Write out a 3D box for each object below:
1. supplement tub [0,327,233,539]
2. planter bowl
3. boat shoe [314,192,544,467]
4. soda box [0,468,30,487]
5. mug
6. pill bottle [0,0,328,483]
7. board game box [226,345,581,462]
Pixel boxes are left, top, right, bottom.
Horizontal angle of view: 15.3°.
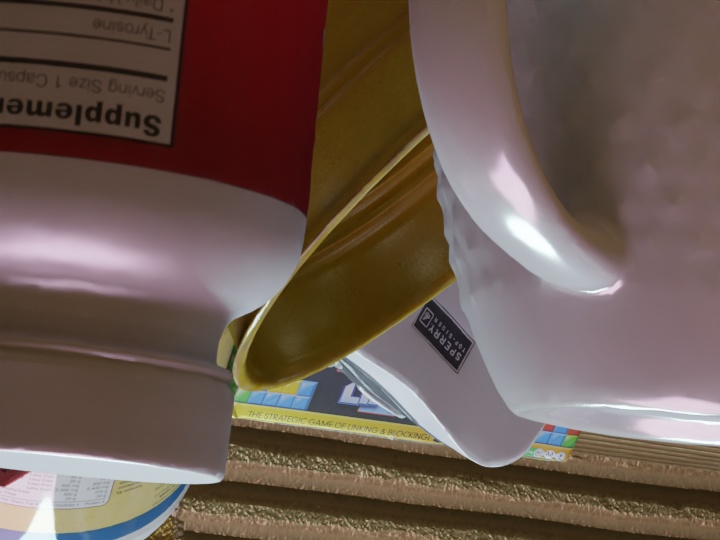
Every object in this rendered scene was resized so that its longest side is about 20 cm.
[{"bbox_3d":[-0.114,0.000,1.010,0.144,0.145,0.201,7,132,-14],"label":"supplement tub"},{"bbox_3d":[0.013,-0.058,0.844,0.200,0.084,0.201,-38,167,-11],"label":"planter bowl"},{"bbox_3d":[0.000,0.000,0.977,0.068,0.072,0.200,18,160,42],"label":"boat shoe"},{"bbox_3d":[-0.143,-0.032,0.864,0.070,0.201,0.063,-30,-170,-28],"label":"soda box"},{"bbox_3d":[0.073,-0.052,0.644,0.147,0.177,0.200,0,171,34],"label":"mug"},{"bbox_3d":[-0.064,-0.054,0.630,0.111,0.201,0.112,5,173,1],"label":"pill bottle"},{"bbox_3d":[-0.005,-0.004,1.162,0.164,0.057,0.200,10,-153,-28],"label":"board game box"}]
